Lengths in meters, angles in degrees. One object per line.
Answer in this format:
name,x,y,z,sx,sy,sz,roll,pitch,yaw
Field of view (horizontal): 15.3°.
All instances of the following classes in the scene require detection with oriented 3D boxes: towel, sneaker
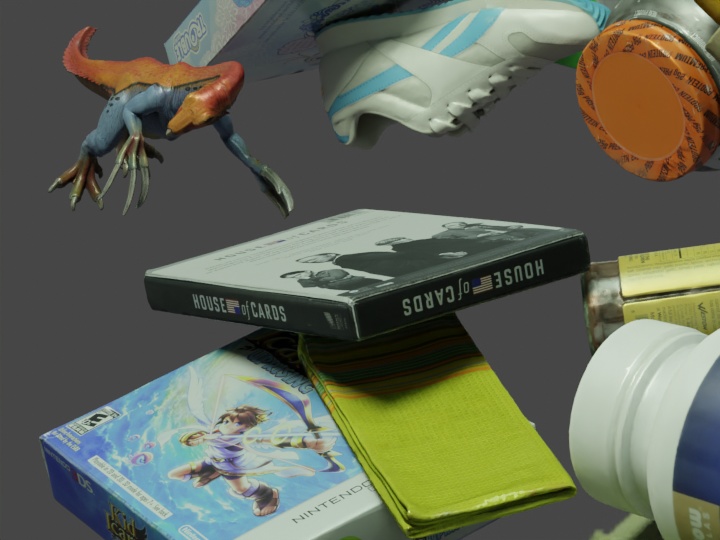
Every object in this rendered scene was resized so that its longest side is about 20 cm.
towel,0.033,0.068,1.303,0.086,0.018,0.200,-15,27,-10
sneaker,0.067,-0.126,1.653,0.199,0.081,0.076,-10,-5,31

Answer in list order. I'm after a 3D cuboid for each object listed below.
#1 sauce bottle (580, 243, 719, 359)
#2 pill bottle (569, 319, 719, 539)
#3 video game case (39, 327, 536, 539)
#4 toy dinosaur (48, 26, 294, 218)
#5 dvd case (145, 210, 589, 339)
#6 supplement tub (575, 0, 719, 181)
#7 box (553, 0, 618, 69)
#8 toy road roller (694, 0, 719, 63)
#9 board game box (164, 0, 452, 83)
sauce bottle,0.215,0.014,1.381,0.199,0.065,0.065,-6,28,7
pill bottle,0.197,0.087,1.191,0.199,0.120,0.120,15,37,41
video game case,-0.037,0.096,1.343,0.181,0.046,0.200,-25,30,-25
toy dinosaur,-0.130,-0.101,1.629,0.105,0.201,0.182,-19,-17,-36
dvd case,0.000,0.000,1.401,0.150,0.025,0.200,-16,12,-32
supplement tub,0.227,-0.138,1.597,0.122,0.123,0.200,17,39,42
box,0.154,-0.222,1.813,0.176,0.097,0.200,-31,33,-29
toy road roller,0.290,-0.165,1.512,0.200,0.123,0.146,-45,-6,0
board game box,-0.003,-0.177,1.700,0.198,0.044,0.200,-14,-9,-24
